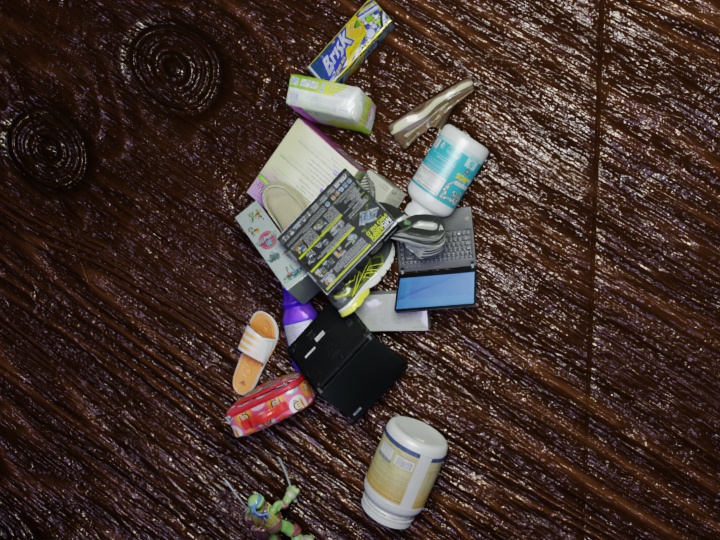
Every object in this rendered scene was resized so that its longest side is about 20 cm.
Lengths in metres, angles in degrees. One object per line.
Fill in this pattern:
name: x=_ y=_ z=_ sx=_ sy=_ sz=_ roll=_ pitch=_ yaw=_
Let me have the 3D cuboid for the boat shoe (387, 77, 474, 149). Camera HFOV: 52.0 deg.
boat shoe: x=0.158 y=-0.325 z=1.550 sx=0.200 sy=0.075 sz=0.076 roll=-28 pitch=102 yaw=21

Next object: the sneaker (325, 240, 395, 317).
sneaker: x=0.000 y=0.000 z=1.555 sx=0.084 sy=0.074 sz=0.201 roll=41 pitch=66 yaw=-14

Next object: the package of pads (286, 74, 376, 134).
package of pads: x=-0.053 y=-0.339 z=1.529 sx=0.152 sy=0.200 sz=0.070 roll=14 pitch=94 yaw=12

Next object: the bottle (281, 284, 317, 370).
bottle: x=-0.134 y=0.119 z=1.666 sx=0.082 sy=0.065 sz=0.204 roll=-14 pitch=92 yaw=11

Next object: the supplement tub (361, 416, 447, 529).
supplement tub: x=0.091 y=0.436 z=1.599 sx=0.142 sy=0.144 sz=0.203 roll=24 pitch=101 yaw=11

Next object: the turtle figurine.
turtle figurine: x=-0.195 y=0.559 z=1.723 sx=0.143 sy=0.200 sz=0.196 roll=-33 pitch=112 yaw=-13

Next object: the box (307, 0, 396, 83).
box: x=-0.019 y=-0.477 z=1.577 sx=0.200 sy=0.064 sz=0.070 roll=-44 pitch=85 yaw=14

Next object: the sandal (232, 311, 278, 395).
sandal: x=-0.250 y=0.199 z=1.706 sx=0.078 sy=0.059 sz=0.210 roll=22 pitch=100 yaw=11

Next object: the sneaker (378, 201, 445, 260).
sneaker: x=0.082 y=-0.069 z=1.524 sx=0.197 sy=0.116 sz=0.077 roll=14 pitch=61 yaw=19

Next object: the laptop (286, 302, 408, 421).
laptop: x=-0.030 y=0.190 z=1.611 sx=0.177 sy=0.103 sz=0.200 roll=-46 pitch=62 yaw=8

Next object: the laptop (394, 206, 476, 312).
laptop: x=0.153 y=-0.024 z=1.558 sx=0.174 sy=0.103 sz=0.205 roll=-5 pitch=95 yaw=14

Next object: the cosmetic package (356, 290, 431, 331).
cosmetic package: x=0.054 y=0.088 z=1.621 sx=0.196 sy=0.051 sz=0.084 roll=-1 pitch=98 yaw=15

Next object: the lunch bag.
lunch bag: x=-0.198 y=0.299 z=1.643 sx=0.197 sy=0.176 sz=0.083 roll=-26 pitch=93 yaw=14

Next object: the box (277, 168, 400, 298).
box: x=-0.043 y=-0.074 z=1.463 sx=0.200 sy=0.044 sz=0.160 roll=-46 pitch=75 yaw=2

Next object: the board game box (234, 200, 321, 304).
board game box: x=-0.172 y=-0.036 z=1.579 sx=0.064 sy=0.148 sz=0.201 roll=-38 pitch=74 yaw=-3

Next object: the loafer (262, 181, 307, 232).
loafer: x=-0.136 y=-0.105 z=1.542 sx=0.076 sy=0.068 sz=0.201 roll=-42 pitch=85 yaw=14

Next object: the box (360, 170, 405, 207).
box: x=0.006 y=-0.108 z=1.596 sx=0.082 sy=0.068 sz=0.202 roll=38 pitch=103 yaw=29

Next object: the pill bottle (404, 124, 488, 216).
pill bottle: x=0.171 y=-0.191 z=1.533 sx=0.110 sy=0.111 sz=0.202 roll=34 pitch=103 yaw=9

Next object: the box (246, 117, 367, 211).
box: x=-0.115 y=-0.194 z=1.614 sx=0.175 sy=0.097 sz=0.201 roll=40 pitch=103 yaw=7
